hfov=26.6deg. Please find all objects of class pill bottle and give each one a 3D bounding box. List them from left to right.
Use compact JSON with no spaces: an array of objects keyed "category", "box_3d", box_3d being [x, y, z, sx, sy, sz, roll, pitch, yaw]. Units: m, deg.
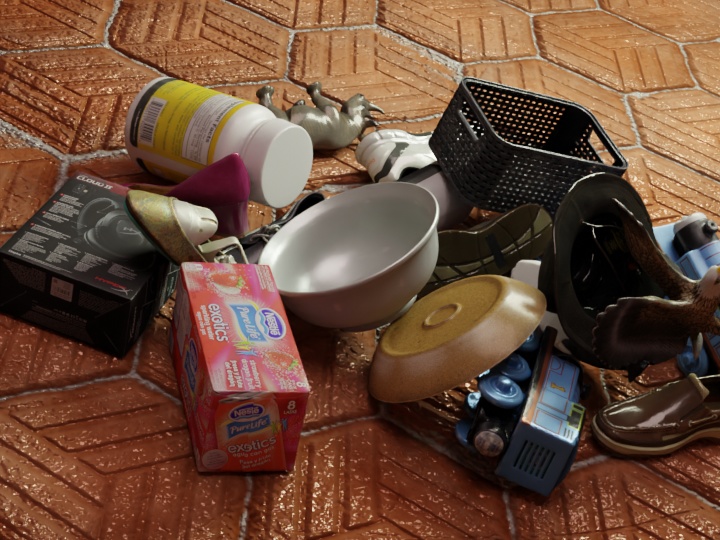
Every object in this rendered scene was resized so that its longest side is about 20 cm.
[{"category":"pill bottle","box_3d":[-0.160,-0.142,1.722,0.199,0.115,0.114,20,32,30]}]

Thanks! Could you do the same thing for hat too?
[{"category":"hat","box_3d":[0.230,0.001,1.567,0.080,0.202,0.200,-11,11,44]}]

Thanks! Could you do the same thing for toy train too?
[{"category":"toy train","box_3d":[0.165,0.129,1.497,0.113,0.087,0.200,25,31,2]},{"category":"toy train","box_3d":[0.381,0.029,1.666,0.086,0.114,0.201,-11,67,-33]}]

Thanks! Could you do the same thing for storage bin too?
[{"category":"storage bin","box_3d":[0.195,-0.136,1.782,0.198,0.094,0.136,8,37,-30]}]

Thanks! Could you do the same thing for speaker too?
[{"category":"speaker","box_3d":[0.045,-0.059,1.739,0.081,0.082,0.199,32,38,25]}]

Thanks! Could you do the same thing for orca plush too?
[{"category":"orca plush","box_3d":[0.250,0.055,1.655,0.199,0.106,0.071,22,-4,36]}]

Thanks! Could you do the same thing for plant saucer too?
[{"category":"plant saucer","box_3d":[0.088,0.058,1.513,0.199,0.036,0.200,-27,18,9]}]

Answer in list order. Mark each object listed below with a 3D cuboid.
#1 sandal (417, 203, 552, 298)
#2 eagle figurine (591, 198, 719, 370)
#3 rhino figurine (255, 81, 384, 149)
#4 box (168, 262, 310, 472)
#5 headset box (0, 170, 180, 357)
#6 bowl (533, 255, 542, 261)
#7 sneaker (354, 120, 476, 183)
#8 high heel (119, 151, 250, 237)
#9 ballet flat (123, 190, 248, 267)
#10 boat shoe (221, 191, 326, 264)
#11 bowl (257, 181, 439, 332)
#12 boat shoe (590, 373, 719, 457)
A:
[{"category":"sandal","box_3d":[0.127,-0.021,1.716,0.199,0.082,0.055,-26,7,-22]},{"category":"eagle figurine","box_3d":[0.316,0.026,1.524,0.198,0.152,0.152,15,24,-11]},{"category":"rhino figurine","box_3d":[-0.053,-0.187,1.903,0.198,0.060,0.088,-10,59,-32]},{"category":"box","box_3d":[-0.118,0.089,1.445,0.095,0.100,0.201,1,35,-18]},{"category":"headset box","box_3d":[-0.264,-0.016,1.564,0.148,0.078,0.200,19,33,7]},{"category":"bowl","box_3d":[0.284,-0.009,1.790,0.199,0.040,0.201,10,34,-7]},{"category":"sneaker","box_3d":[0.092,-0.131,1.885,0.198,0.074,0.080,-10,55,-25]},{"category":"high heel","box_3d":[-0.210,-0.095,1.656,0.198,0.097,0.067,12,31,26]},{"category":"ballet flat","box_3d":[-0.158,-0.023,1.518,0.070,0.200,0.071,-20,42,20]},{"category":"boat shoe","box_3d":[-0.102,-0.032,1.659,0.072,0.063,0.200,31,37,24]},{"category":"bowl","box_3d":[0.000,0.000,1.570,0.199,0.091,0.202,-17,28,10]},{"category":"boat shoe","box_3d":[0.329,0.136,1.561,0.201,0.075,0.075,-6,38,-27]}]
